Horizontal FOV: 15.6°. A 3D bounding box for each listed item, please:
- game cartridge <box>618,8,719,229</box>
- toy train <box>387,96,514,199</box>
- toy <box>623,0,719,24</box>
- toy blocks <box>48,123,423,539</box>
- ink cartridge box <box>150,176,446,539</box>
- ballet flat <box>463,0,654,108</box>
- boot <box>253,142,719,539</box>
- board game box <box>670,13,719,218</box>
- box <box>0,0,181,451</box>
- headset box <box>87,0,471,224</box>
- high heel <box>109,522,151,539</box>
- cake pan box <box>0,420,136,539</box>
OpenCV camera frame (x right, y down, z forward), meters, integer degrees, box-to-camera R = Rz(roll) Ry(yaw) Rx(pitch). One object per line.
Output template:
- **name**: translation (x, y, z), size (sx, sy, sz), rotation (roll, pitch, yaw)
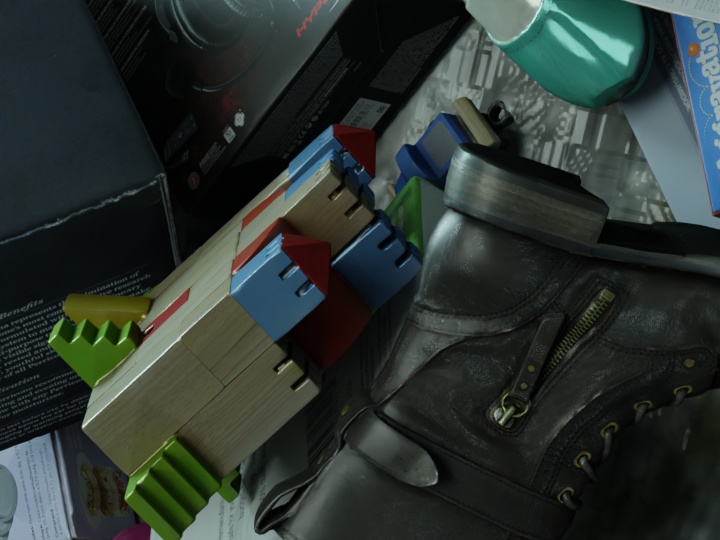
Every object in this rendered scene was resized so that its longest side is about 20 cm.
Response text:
- **game cartridge**: translation (0.171, -0.065, 1.019), size (0.133, 0.040, 0.201), rotation (-43, 56, 34)
- **toy train**: translation (0.000, 0.000, 1.163), size (0.200, 0.046, 0.034), rotation (-52, 52, 24)
- **toy**: translation (0.089, -0.155, 1.015), size (0.199, 0.047, 0.115), rotation (17, 73, 31)
- **toy blocks**: translation (-0.036, 0.012, 1.023), size (0.137, 0.100, 0.200), rotation (-42, 10, 9)
- **ink cartridge box**: translation (-0.002, 0.085, 1.085), size (0.200, 0.084, 0.146), rotation (-51, 20, 26)
- **ballet flat**: translation (0.056, -0.138, 1.086), size (0.067, 0.070, 0.200), rotation (-57, 34, 28)
- **boot**: translation (0.080, 0.062, 0.954), size (0.069, 0.199, 0.175), rotation (-79, 11, -80)
- **board game box**: translation (0.160, -0.129, 1.005), size (0.103, 0.019, 0.201), rotation (-23, 67, 37)
- **box**: translation (-0.170, -0.054, 1.205), size (0.197, 0.124, 0.200), rotation (90, 156, -62)
- **headset box**: translation (-0.056, -0.140, 1.222), size (0.149, 0.077, 0.200), rotation (-50, 54, 26)
- **high heel**: translation (-0.093, 0.215, 1.203), size (0.096, 0.067, 0.201), rotation (-9, 78, 48)
- **cake pan box**: translation (-0.204, 0.080, 1.344), size (0.184, 0.052, 0.201), rotation (-31, 63, 34)
